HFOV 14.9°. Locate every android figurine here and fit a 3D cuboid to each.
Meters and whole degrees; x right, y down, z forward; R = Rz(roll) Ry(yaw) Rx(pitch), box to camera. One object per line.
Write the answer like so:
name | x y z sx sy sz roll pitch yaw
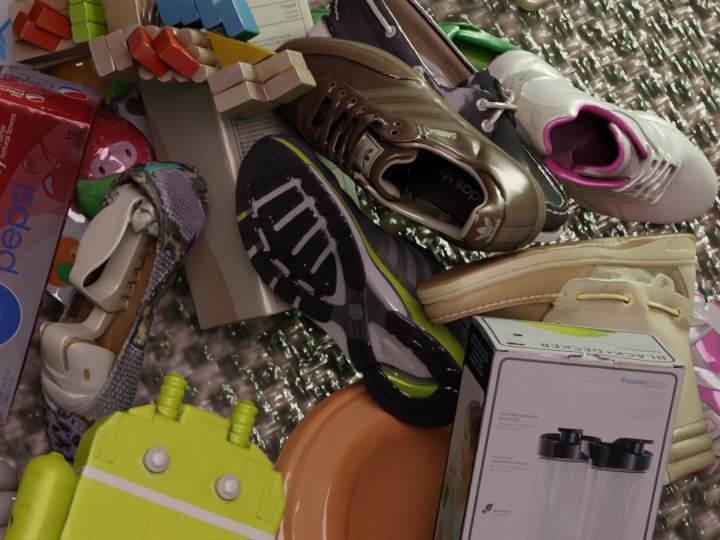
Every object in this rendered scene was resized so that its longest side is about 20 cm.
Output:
android figurine | -0.113 0.159 1.557 0.181 0.041 0.201 24 73 -17

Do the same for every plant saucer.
plant saucer | 0.034 0.161 1.653 0.199 0.037 0.201 9 73 -33

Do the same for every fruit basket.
fruit basket | -0.177 -0.092 1.701 0.200 0.094 0.185 39 69 -2

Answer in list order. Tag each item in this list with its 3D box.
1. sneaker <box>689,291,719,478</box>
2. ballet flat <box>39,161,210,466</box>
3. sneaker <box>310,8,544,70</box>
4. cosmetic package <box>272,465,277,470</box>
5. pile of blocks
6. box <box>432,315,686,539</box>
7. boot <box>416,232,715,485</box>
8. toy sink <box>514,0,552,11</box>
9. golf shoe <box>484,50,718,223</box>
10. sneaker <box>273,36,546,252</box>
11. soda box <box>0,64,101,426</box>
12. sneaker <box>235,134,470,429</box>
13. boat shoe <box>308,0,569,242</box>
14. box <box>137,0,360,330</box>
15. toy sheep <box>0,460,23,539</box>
sneaker | 0.215 0.079 1.727 0.199 0.081 0.088 29 69 0
ballet flat | -0.156 0.024 1.643 0.072 0.072 0.201 23 100 -3
sneaker | 0.029 -0.136 1.755 0.199 0.084 0.074 7 73 -8
cosmetic package | -0.094 0.214 1.635 0.101 0.074 0.201 9 71 -9
pile of blocks | -0.123 -0.143 1.602 0.199 0.062 0.083 14 94 21
box | 0.108 0.133 1.576 0.116 0.060 0.201 5 107 -13
boot | 0.126 0.061 1.630 0.199 0.073 0.156 -7 90 -38
toy sink | 0.102 -0.294 1.801 0.130 0.112 0.200 -38 84 -18
golf shoe | 0.157 -0.067 1.725 0.199 0.092 0.076 21 102 -34
sneaker | 0.016 -0.077 1.586 0.200 0.075 0.071 31 107 22
soda box | -0.210 -0.015 1.627 0.063 0.070 0.201 16 110 -5
sneaker | 0.000 0.000 1.640 0.200 0.074 0.081 54 29 -11
boat shoe | 0.056 -0.100 1.647 0.200 0.074 0.060 46 114 17
box | -0.067 -0.073 1.685 0.095 0.078 0.201 -13 90 -37
toy sheep | -0.232 0.167 1.588 0.137 0.138 0.201 -14 74 -14
